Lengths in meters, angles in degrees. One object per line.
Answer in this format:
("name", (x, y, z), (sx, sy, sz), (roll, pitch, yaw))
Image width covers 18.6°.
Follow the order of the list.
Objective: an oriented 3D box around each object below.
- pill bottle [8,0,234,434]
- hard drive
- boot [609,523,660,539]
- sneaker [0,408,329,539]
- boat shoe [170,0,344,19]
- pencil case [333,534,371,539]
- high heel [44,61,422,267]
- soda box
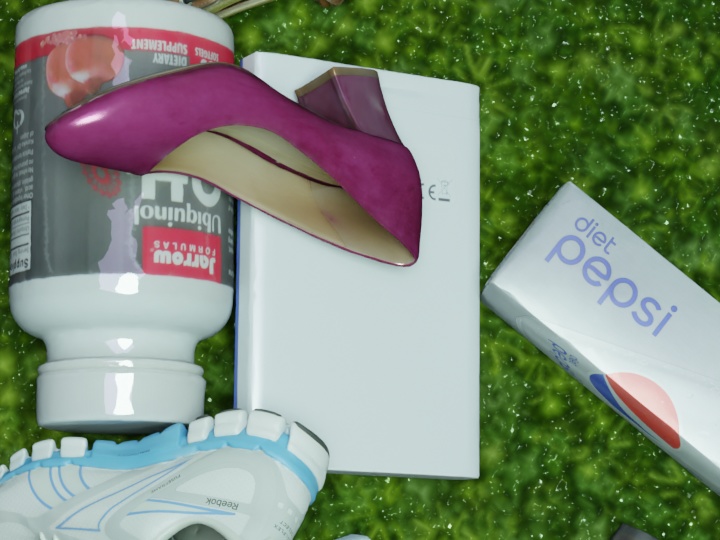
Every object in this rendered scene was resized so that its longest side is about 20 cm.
("pill bottle", (-0.116, -0.024, 1.074), (0.110, 0.111, 0.202), (0, 81, -3))
("hard drive", (0.000, 0.000, 1.095), (0.131, 0.025, 0.202), (6, 79, -30))
("boot", (0.158, 0.254, 1.069), (0.187, 0.068, 0.201), (29, 81, 1))
("sneaker", (-0.111, 0.125, 1.024), (0.199, 0.075, 0.087), (-17, 41, 31))
("boat shoe", (-0.019, -0.166, 1.128), (0.198, 0.072, 0.069), (-12, 86, 5))
("pencil case", (0.015, 0.228, 1.035), (0.083, 0.091, 0.201), (-15, 66, -26))
("high heel", (-0.050, -0.042, 1.010), (0.199, 0.067, 0.097), (-9, 76, -37))
("soda box", (0.157, 0.047, 1.103), (0.200, 0.063, 0.068), (40, 81, 3))
